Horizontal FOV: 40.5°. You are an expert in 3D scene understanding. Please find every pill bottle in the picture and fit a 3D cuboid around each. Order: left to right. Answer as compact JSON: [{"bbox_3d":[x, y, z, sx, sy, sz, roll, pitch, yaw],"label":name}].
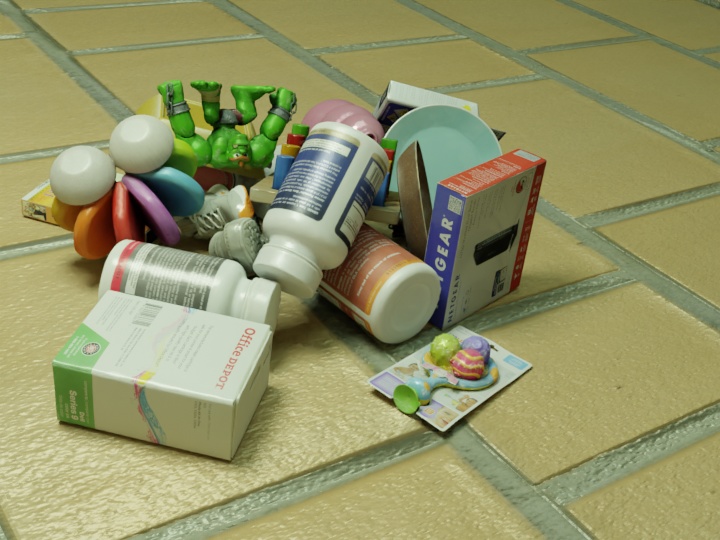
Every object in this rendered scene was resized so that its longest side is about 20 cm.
[{"bbox_3d":[-0.200,0.034,1.165,0.199,0.111,0.111,11,31,6],"label":"pill bottle"},{"bbox_3d":[-0.052,-0.072,1.195,0.111,0.111,0.201,19,70,19],"label":"pill bottle"},{"bbox_3d":[0.000,0.000,1.266,0.112,0.113,0.200,-18,40,-36],"label":"pill bottle"}]

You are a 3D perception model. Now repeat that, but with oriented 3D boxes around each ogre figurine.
[{"bbox_3d":[-0.183,-0.203,1.371,0.098,0.120,0.200,8,10,38],"label":"ogre figurine"}]

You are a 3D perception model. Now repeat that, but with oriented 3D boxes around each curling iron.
[{"bbox_3d":[0.139,-0.058,1.474,0.199,0.026,0.050,2,-6,-17],"label":"curling iron"}]

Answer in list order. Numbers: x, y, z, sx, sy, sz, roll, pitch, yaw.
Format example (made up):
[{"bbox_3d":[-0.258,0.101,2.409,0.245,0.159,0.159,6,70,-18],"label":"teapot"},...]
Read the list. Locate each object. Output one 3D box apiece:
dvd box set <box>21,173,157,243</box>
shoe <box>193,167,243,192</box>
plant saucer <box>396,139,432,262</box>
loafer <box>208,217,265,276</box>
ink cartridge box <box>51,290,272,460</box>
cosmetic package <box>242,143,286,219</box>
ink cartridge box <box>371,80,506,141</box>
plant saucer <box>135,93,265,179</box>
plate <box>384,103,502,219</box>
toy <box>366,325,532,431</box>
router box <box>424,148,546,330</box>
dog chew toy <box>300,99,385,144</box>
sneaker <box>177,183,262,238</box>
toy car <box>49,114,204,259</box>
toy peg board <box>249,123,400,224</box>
[{"bbox_3d":[-0.369,-0.099,1.428,0.199,0.030,0.146,15,32,12],"label":"dvd box set"},{"bbox_3d":[-0.278,-0.154,1.476,0.200,0.072,0.091,20,7,30],"label":"shoe"},{"bbox_3d":[0.079,-0.078,1.346,0.034,0.201,0.200,-8,30,8],"label":"plant saucer"},{"bbox_3d":[-0.160,-0.024,1.245,0.069,0.070,0.200,-5,-10,-2],"label":"loafer"},{"bbox_3d":[-0.209,0.110,1.059,0.199,0.088,0.145,10,32,7],"label":"ink cartridge box"},{"bbox_3d":[-0.107,-0.126,1.513,0.150,0.052,0.200,-20,41,-41],"label":"cosmetic package"},{"bbox_3d":[0.120,-0.238,1.614,0.199,0.047,0.198,13,-14,-8],"label":"ink cartridge box"},{"bbox_3d":[-0.242,-0.215,1.490,0.199,0.049,0.200,13,22,-16],"label":"plant saucer"},{"bbox_3d":[0.123,-0.157,1.510,0.199,0.201,0.026,5,-1,-4],"label":"plate"},{"bbox_3d":[0.113,0.111,1.170,0.115,0.047,0.200,29,37,29],"label":"toy"},{"bbox_3d":[0.159,-0.042,1.289,0.049,0.201,0.179,30,38,33],"label":"router box"},{"bbox_3d":[-0.023,-0.213,1.570,0.124,0.125,0.200,-5,11,-21],"label":"dog chew toy"},{"bbox_3d":[-0.203,-0.070,1.356,0.092,0.076,0.200,-25,14,-19],"label":"sneaker"},{"bbox_3d":[-0.289,-0.086,1.258,0.200,0.175,0.150,-30,60,-12],"label":"toy car"},{"bbox_3d":[-0.036,-0.141,1.357,0.199,0.098,0.199,9,12,3],"label":"toy peg board"}]
